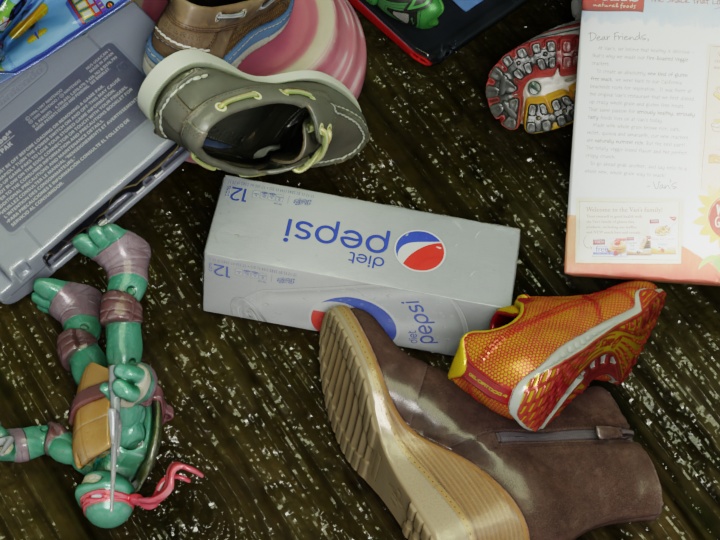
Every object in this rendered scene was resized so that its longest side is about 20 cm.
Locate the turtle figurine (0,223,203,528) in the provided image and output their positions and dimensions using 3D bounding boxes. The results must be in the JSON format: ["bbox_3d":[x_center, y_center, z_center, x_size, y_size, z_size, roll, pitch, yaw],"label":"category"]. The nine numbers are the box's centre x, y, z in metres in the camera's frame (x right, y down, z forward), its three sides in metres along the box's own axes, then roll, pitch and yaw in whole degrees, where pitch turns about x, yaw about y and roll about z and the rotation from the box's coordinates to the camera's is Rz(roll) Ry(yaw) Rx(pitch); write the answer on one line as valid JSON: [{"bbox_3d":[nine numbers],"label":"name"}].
[{"bbox_3d":[-0.162,0.080,1.067,0.149,0.101,0.201,-27,48,27],"label":"turtle figurine"}]

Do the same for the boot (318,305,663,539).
[{"bbox_3d":[0.076,0.093,1.109,0.165,0.073,0.201,-11,54,-27],"label":"boot"}]

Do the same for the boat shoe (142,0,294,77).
[{"bbox_3d":[-0.081,-0.190,1.191,0.072,0.073,0.201,22,38,0],"label":"boat shoe"}]

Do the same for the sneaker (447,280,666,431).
[{"bbox_3d":[0.127,0.036,1.100,0.077,0.074,0.199,32,26,27],"label":"sneaker"}]

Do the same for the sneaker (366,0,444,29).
[{"bbox_3d":[0.081,-0.248,1.313,0.085,0.078,0.200,41,70,8],"label":"sneaker"}]

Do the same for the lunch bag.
[{"bbox_3d":[-0.197,-0.185,1.153,0.200,0.151,0.094,-45,110,2],"label":"lunch bag"}]

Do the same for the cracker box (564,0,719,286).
[{"bbox_3d":[0.206,-0.092,1.169,0.132,0.058,0.202,4,91,10],"label":"cracker box"}]

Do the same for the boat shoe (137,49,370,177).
[{"bbox_3d":[-0.057,-0.091,1.155,0.201,0.072,0.060,6,36,-53],"label":"boat shoe"}]

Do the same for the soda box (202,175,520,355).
[{"bbox_3d":[0.000,0.000,1.155,0.198,0.064,0.069,10,53,2],"label":"soda box"}]

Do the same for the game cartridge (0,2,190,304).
[{"bbox_3d":[-0.198,-0.087,1.186,0.200,0.041,0.133,-41,70,-9],"label":"game cartridge"}]

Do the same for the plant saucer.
[{"bbox_3d":[-0.093,-0.166,1.273,0.198,0.051,0.202,3,55,-4],"label":"plant saucer"}]

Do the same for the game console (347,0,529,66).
[{"bbox_3d":[0.060,-0.257,1.363,0.199,0.031,0.177,-37,65,-26],"label":"game console"}]

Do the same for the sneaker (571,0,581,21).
[{"bbox_3d":[0.192,-0.231,1.309,0.077,0.091,0.201,-14,68,-19],"label":"sneaker"}]

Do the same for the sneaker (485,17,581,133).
[{"bbox_3d":[0.182,-0.156,1.249,0.198,0.079,0.082,-13,14,5],"label":"sneaker"}]
